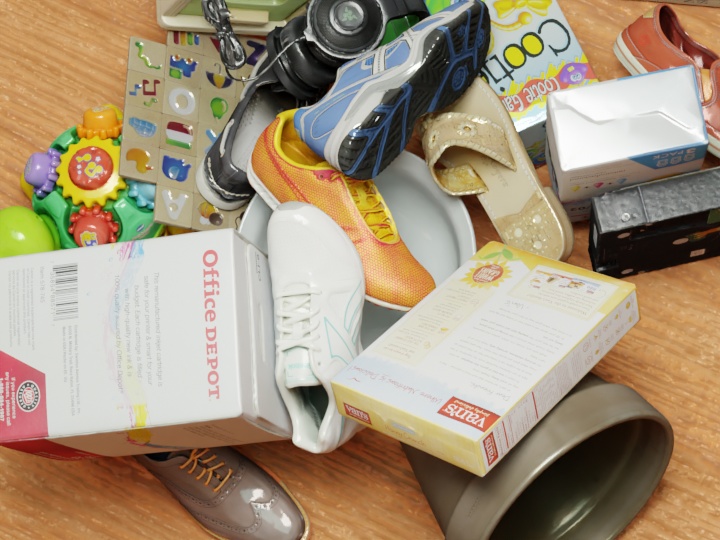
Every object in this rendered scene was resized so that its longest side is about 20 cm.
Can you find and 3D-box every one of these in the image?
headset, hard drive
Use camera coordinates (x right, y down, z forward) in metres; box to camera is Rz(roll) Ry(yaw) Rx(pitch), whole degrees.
[{"bbox_3d":[-0.037,-0.200,1.443,0.200,0.123,0.094,-20,83,-39],"label":"headset"},{"bbox_3d":[0.285,-0.046,1.427,0.199,0.140,0.038,-12,73,4],"label":"hard drive"}]

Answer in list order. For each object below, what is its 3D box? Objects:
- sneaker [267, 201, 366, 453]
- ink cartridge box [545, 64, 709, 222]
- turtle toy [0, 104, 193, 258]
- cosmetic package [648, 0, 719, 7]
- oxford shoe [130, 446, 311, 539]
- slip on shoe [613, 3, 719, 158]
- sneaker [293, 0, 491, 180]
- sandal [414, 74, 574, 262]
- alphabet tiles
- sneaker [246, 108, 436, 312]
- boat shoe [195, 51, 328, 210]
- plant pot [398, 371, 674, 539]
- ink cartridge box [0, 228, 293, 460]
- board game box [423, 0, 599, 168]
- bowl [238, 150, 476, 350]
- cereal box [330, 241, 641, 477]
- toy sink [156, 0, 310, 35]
[{"bbox_3d":[-0.034,0.046,1.346,0.070,0.080,0.201,-4,109,26],"label":"sneaker"},{"bbox_3d":[0.211,-0.092,1.419,0.115,0.200,0.068,-10,76,4],"label":"ink cartridge box"},{"bbox_3d":[-0.238,-0.058,1.509,0.200,0.101,0.146,-41,73,-6],"label":"turtle toy"},{"bbox_3d":[0.300,-0.279,1.514,0.199,0.105,0.071,6,74,10],"label":"cosmetic package"},{"bbox_3d":[-0.129,0.168,1.444,0.200,0.073,0.071,32,80,14],"label":"oxford shoe"},{"bbox_3d":[0.298,-0.148,1.484,0.200,0.074,0.061,49,123,21],"label":"slip on shoe"},{"bbox_3d":[0.028,-0.156,1.384,0.077,0.076,0.200,26,55,35],"label":"sneaker"},{"bbox_3d":[0.088,-0.088,1.401,0.078,0.070,0.212,-44,71,28],"label":"sandal"},{"bbox_3d":[-0.125,-0.122,1.511,0.166,0.006,0.201,13,63,-25],"label":"alphabet tiles"},{"bbox_3d":[-0.013,-0.046,1.391,0.200,0.073,0.077,45,127,14],"label":"sneaker"},{"bbox_3d":[-0.072,-0.139,1.505,0.074,0.060,0.200,40,57,-7],"label":"boat shoe"},{"bbox_3d":[0.114,0.132,1.381,0.200,0.200,0.174,-40,57,-6],"label":"plant pot"},{"bbox_3d":[-0.164,0.062,1.361,0.199,0.145,0.146,-6,76,14],"label":"ink cartridge box"},{"bbox_3d":[0.119,-0.195,1.508,0.103,0.105,0.200,-24,72,-2],"label":"board game box"},{"bbox_3d":[0.000,0.000,1.471,0.200,0.090,0.202,-2,73,7],"label":"bowl"},{"bbox_3d":[0.094,0.060,1.314,0.144,0.040,0.200,20,47,39],"label":"cereal box"},{"bbox_3d":[-0.102,-0.267,1.501,0.130,0.200,0.112,1,83,-23],"label":"toy sink"}]
